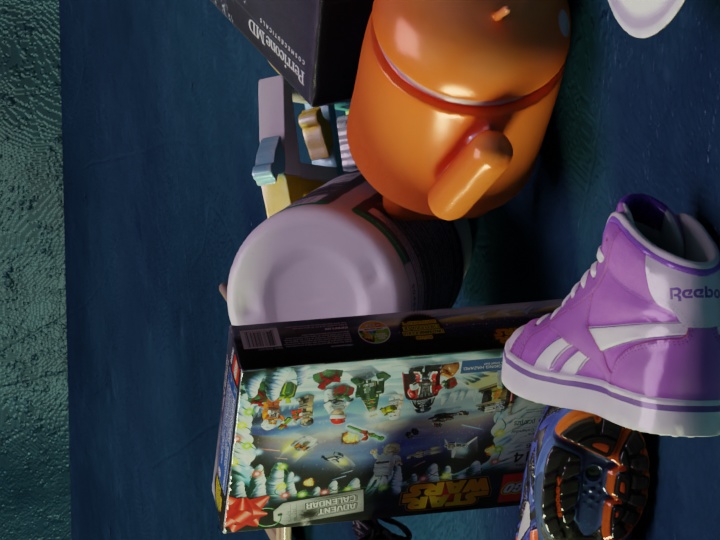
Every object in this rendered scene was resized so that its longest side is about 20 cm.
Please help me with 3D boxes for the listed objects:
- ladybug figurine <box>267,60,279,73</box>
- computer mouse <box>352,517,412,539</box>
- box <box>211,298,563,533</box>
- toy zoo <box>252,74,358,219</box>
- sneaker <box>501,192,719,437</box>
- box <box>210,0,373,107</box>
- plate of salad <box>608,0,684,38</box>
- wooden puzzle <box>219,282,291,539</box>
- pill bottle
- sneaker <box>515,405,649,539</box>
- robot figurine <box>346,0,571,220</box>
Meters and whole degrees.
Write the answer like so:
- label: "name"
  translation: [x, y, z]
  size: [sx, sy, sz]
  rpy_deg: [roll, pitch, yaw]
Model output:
- label: "ladybug figurine"
  translation: [-0.027, -0.196, 2.097]
  size: [0.200, 0.072, 0.136]
  rpy_deg: [107, 155, -57]
- label: "computer mouse"
  translation: [0.068, 0.219, 1.755]
  size: [0.200, 0.053, 0.139]
  rpy_deg: [53, -175, -5]
- label: "box"
  translation: [0.019, 0.085, 1.730]
  size: [0.040, 0.199, 0.137]
  rpy_deg: [-107, 18, -44]
- label: "toy zoo"
  translation: [-0.020, -0.056, 1.966]
  size: [0.200, 0.020, 0.132]
  rpy_deg: [4, -102, -64]
- label: "sneaker"
  translation: [0.134, 0.016, 1.529]
  size: [0.200, 0.072, 0.115]
  rpy_deg: [-171, 80, -65]
- label: "box"
  translation: [-0.021, -0.242, 1.875]
  size: [0.197, 0.117, 0.201]
  rpy_deg: [47, 144, 44]
- label: "plate of salad"
  translation: [0.151, -0.208, 1.411]
  size: [0.200, 0.048, 0.201]
  rpy_deg: [-174, 90, -76]
- label: "wooden puzzle"
  translation: [-0.076, 0.127, 2.503]
  size: [0.185, 0.037, 0.201]
  rpy_deg: [-129, 32, -66]
- label: "pill bottle"
  translation: [0.000, 0.000, 1.825]
  size: [0.200, 0.113, 0.114]
  rpy_deg: [-34, -56, -70]
- label: "sneaker"
  translation: [0.117, 0.152, 1.649]
  size: [0.079, 0.075, 0.201]
  rpy_deg: [-102, 21, -63]
- label: "robot figurine"
  translation: [0.056, -0.108, 1.695]
  size: [0.144, 0.116, 0.200]
  rpy_deg: [-52, -15, -36]
